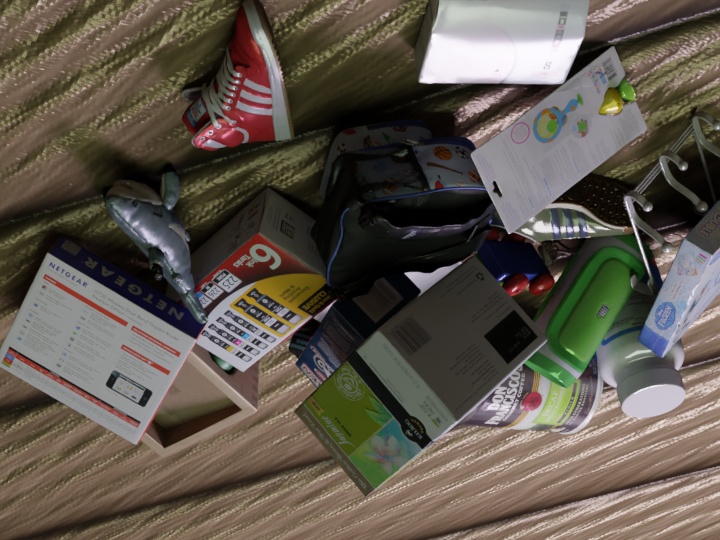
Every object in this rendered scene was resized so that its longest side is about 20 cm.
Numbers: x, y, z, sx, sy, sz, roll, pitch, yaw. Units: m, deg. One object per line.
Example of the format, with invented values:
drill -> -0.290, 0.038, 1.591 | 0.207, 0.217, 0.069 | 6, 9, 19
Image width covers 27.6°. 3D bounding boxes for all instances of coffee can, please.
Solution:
coffee can -> 0.202, 0.139, 1.953 | 0.200, 0.147, 0.146 | 8, 142, -31

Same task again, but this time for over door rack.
over door rack -> 0.378, -0.071, 1.712 | 0.148, 0.067, 0.200 | -47, 148, -17

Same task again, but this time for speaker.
speaker -> 0.278, 0.042, 1.808 | 0.200, 0.088, 0.088 | -57, 138, -5

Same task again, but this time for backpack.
backpack -> 0.049, -0.073, 1.613 | 0.190, 0.154, 0.200 | -4, 153, -16

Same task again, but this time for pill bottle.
pill bottle -> 0.349, 0.082, 1.869 | 0.112, 0.200, 0.112 | -7, 146, -4

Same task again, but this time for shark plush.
shark plush -> -0.233, -0.019, 1.635 | 0.091, 0.083, 0.200 | -9, 122, 7

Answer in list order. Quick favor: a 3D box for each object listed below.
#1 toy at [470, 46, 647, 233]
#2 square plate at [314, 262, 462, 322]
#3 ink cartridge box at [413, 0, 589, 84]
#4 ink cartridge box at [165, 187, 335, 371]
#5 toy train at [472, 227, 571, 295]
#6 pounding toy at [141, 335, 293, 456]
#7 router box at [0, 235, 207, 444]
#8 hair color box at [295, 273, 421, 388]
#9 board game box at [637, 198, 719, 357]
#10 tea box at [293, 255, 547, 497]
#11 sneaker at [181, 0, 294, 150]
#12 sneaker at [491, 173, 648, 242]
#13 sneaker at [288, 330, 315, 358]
toy -> 0.209, -0.145, 1.585 | 0.200, 0.047, 0.115 | -35, 123, -8
square plate -> 0.000, 0.000, 1.808 | 0.200, 0.028, 0.198 | -33, 135, 30
ink cartridge box -> 0.150, -0.266, 1.453 | 0.162, 0.057, 0.200 | -1, 149, -13
ink cartridge box -> -0.108, 0.025, 1.736 | 0.175, 0.084, 0.200 | 33, 129, -23
toy train -> 0.178, 0.013, 1.812 | 0.116, 0.085, 0.200 | -40, 159, 27
pounding toy -> -0.211, 0.114, 1.860 | 0.200, 0.142, 0.184 | -27, 129, 21
router box -> -0.307, 0.085, 1.724 | 0.200, 0.049, 0.180 | 31, 119, -4
hair color box -> -0.006, 0.070, 1.750 | 0.100, 0.061, 0.200 | -40, 171, -27
board game box -> 0.426, -0.020, 1.765 | 0.200, 0.043, 0.199 | -42, 158, -34
tea box -> 0.067, 0.119, 1.641 | 0.200, 0.134, 0.197 | -35, 171, -46
sneaker -> -0.133, -0.189, 1.473 | 0.112, 0.071, 0.200 | -12, 148, -2
sneaker -> 0.238, -0.070, 1.749 | 0.200, 0.067, 0.090 | 10, 149, -26
sneaker -> -0.027, 0.123, 1.952 | 0.082, 0.073, 0.200 | 16, 162, 26
